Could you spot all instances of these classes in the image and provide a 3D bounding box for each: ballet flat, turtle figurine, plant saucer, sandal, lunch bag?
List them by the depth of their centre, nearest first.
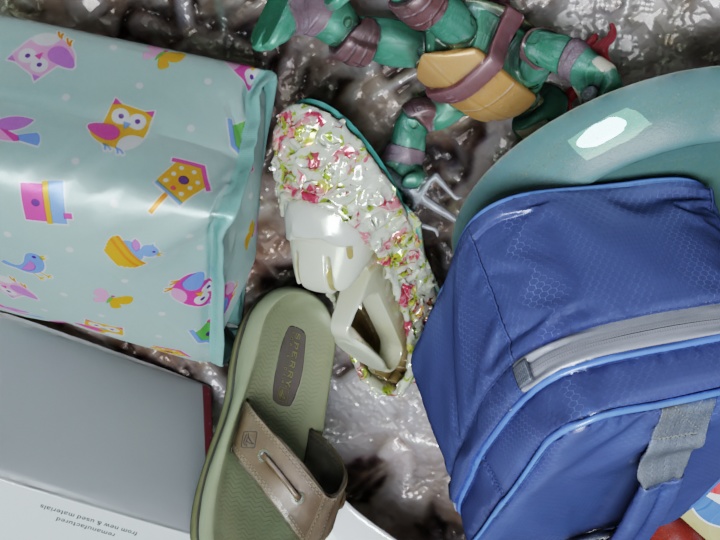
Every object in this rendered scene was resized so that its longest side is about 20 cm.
[{"bbox_3d":[0.110,0.064,0.657,0.135,0.133,0.200,-7,149,-14],"label":"lunch bag"},{"bbox_3d":[0.145,-0.028,0.679,0.199,0.028,0.200,-12,150,-7],"label":"plant saucer"},{"bbox_3d":[0.053,-0.094,0.683,0.200,0.101,0.150,29,133,-28],"label":"turtle figurine"},{"bbox_3d":[0.000,0.000,0.708,0.075,0.064,0.200,11,147,35],"label":"ballet flat"},{"bbox_3d":[-0.040,0.101,0.712,0.057,0.202,0.080,-13,154,42],"label":"sandal"},{"bbox_3d":[-0.138,-0.028,0.715,0.170,0.122,0.200,11,149,-1],"label":"lunch bag"}]

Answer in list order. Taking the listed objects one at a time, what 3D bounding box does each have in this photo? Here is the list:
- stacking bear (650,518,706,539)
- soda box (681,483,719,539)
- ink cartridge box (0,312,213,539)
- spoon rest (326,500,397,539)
[{"bbox_3d":[0.122,0.209,0.813,0.199,0.122,0.114,-26,117,5],"label":"stacking bear"},{"bbox_3d":[0.235,0.133,0.788,0.200,0.064,0.068,42,111,-12],"label":"soda box"},{"bbox_3d":[-0.188,0.160,0.778,0.144,0.146,0.200,21,116,-20],"label":"ink cartridge box"},{"bbox_3d":[-0.006,0.168,0.765,0.099,0.061,0.200,-31,69,7],"label":"spoon rest"}]
